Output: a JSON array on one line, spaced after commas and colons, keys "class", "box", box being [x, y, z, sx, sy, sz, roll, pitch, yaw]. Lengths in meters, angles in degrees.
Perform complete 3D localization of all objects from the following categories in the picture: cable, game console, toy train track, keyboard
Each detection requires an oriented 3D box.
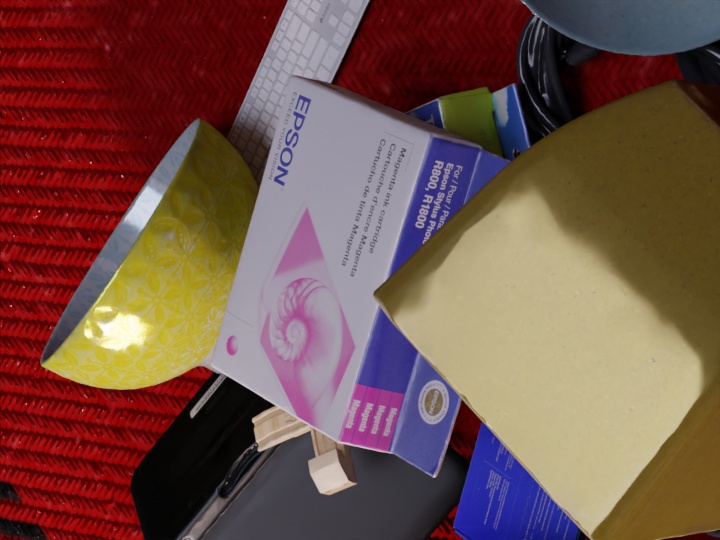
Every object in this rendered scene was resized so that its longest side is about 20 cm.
[{"class": "cable", "box": [0.174, -0.093, 1.697, 0.200, 0.051, 0.164, 24, 111, 43]}, {"class": "game console", "box": [-0.044, 0.139, 1.926, 0.200, 0.116, 0.176, -50, 29, 15]}, {"class": "toy train track", "box": [-0.039, 0.045, 1.844, 0.115, 0.033, 0.201, -25, 64, 29]}, {"class": "keyboard", "box": [-0.041, -0.135, 1.914, 0.056, 0.011, 0.200, 45, 128, 27]}]

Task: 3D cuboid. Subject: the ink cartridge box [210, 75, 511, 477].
[{"class": "ink cartridge box", "box": [0.000, 0.000, 1.744, 0.200, 0.043, 0.197, 26, 103, 49]}]

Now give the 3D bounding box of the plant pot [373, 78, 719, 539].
[{"class": "plant pot", "box": [0.170, 0.008, 1.562, 0.194, 0.195, 0.200, 48, 111, 22]}]

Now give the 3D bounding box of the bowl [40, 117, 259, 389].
[{"class": "bowl", "box": [-0.118, 0.008, 1.930, 0.108, 0.200, 0.200, 33, 129, -9]}]

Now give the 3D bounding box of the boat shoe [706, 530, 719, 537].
[{"class": "boat shoe", "box": [0.232, 0.067, 1.666, 0.075, 0.062, 0.201, 22, 112, 41]}]

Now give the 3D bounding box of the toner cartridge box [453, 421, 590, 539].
[{"class": "toner cartridge box", "box": [0.126, 0.097, 1.789, 0.095, 0.043, 0.201, 33, 121, 33]}]

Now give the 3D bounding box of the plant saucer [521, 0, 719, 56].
[{"class": "plant saucer", "box": [0.163, -0.223, 1.612, 0.039, 0.200, 0.202, -106, 20, -70]}]

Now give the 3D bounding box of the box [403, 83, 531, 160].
[{"class": "box", "box": [0.041, -0.037, 1.802, 0.200, 0.048, 0.122, -20, 82, 58]}]
